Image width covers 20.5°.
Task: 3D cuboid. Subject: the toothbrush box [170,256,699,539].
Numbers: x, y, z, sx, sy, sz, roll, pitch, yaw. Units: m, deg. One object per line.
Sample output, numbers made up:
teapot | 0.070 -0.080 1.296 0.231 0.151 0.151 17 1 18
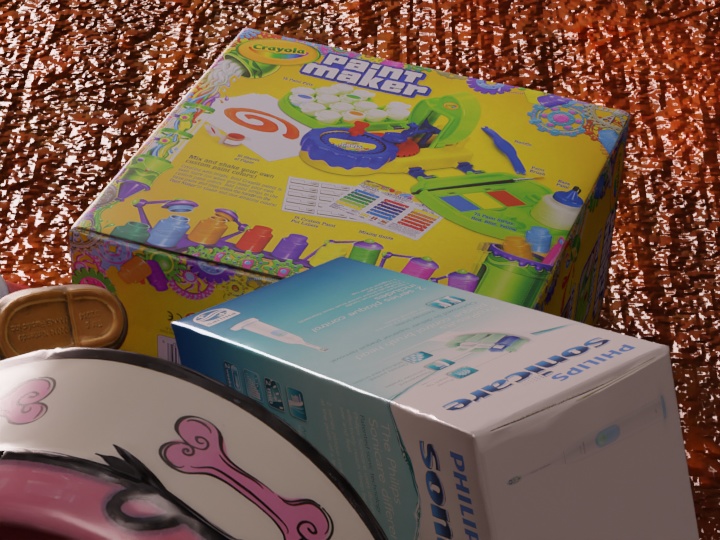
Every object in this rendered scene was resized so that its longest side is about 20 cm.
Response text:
toothbrush box | 0.027 0.088 0.719 0.085 0.146 0.200 -22 19 -28

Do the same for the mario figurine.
mario figurine | -0.140 0.064 0.788 0.106 0.200 0.124 11 78 -15

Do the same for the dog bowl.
dog bowl | -0.084 0.129 0.622 0.200 0.200 0.074 14 26 15

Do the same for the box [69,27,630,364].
box | 0.000 0.000 0.919 0.200 0.122 0.193 14 38 16
